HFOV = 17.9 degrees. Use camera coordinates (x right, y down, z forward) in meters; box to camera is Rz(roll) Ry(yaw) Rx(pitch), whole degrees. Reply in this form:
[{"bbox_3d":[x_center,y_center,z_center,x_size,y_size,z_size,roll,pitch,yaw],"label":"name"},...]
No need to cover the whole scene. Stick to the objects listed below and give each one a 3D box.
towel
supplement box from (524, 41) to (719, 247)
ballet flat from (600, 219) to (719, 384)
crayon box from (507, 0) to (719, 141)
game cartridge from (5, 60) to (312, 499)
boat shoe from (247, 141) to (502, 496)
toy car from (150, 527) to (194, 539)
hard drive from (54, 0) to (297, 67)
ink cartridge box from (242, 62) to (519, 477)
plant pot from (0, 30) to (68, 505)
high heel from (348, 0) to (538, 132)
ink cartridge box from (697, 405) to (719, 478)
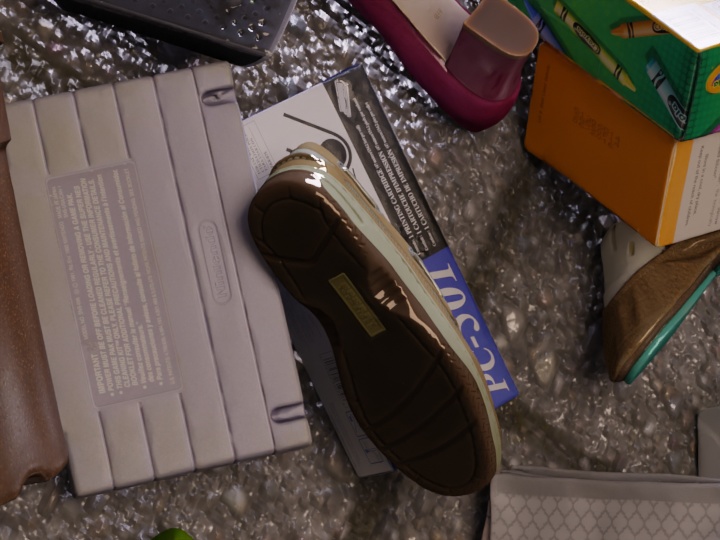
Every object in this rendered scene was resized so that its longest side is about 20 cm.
[{"bbox_3d":[0.141,0.199,1.191,0.032,0.199,0.193,32,63,-53],"label":"towel"},{"bbox_3d":[0.211,-0.092,1.319,0.199,0.126,0.074,-15,128,-31],"label":"supplement box"},{"bbox_3d":[0.186,-0.014,1.337,0.072,0.068,0.200,44,60,8],"label":"ballet flat"},{"bbox_3d":[0.165,-0.154,1.279,0.118,0.200,0.059,-15,130,-31],"label":"crayon box"},{"bbox_3d":[-0.108,0.004,1.155,0.129,0.038,0.202,-12,85,-7],"label":"game cartridge"},{"bbox_3d":[0.019,0.021,1.177,0.201,0.071,0.076,61,26,-19],"label":"boat shoe"},{"bbox_3d":[-0.037,0.218,1.075,0.164,0.200,0.158,43,63,-15],"label":"toy car"},{"bbox_3d":[-0.082,-0.205,1.202,0.134,0.042,0.201,17,64,-5],"label":"hard drive"},{"bbox_3d":[0.000,0.000,1.232,0.094,0.044,0.201,-28,95,-29],"label":"ink cartridge box"},{"bbox_3d":[-0.227,0.015,1.022,0.199,0.200,0.200,-20,97,-31],"label":"plant pot"},{"bbox_3d":[0.007,-0.155,1.278,0.200,0.096,0.067,43,60,8],"label":"high heel"},{"bbox_3d":[0.311,0.115,1.346,0.199,0.116,0.067,7,76,-28],"label":"ink cartridge box"}]
